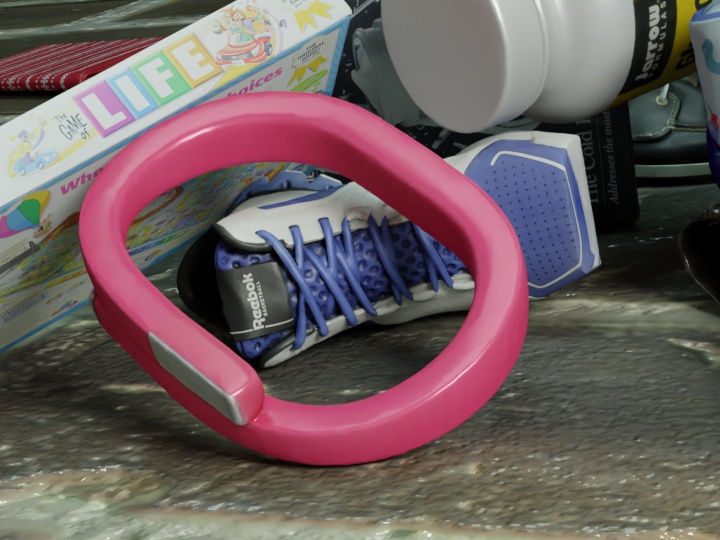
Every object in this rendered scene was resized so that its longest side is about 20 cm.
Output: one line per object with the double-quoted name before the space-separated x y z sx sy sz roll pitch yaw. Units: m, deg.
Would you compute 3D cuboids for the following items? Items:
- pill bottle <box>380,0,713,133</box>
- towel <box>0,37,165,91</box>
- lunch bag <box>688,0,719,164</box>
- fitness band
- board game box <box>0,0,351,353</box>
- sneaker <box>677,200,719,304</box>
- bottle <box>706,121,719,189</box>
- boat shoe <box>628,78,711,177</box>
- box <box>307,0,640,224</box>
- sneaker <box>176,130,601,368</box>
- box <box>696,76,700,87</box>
"pill bottle" 0.111 -0.133 0.884 0.199 0.113 0.112 -25 22 -31
"towel" -0.264 -0.179 1.750 0.199 0.023 0.144 2 19 39
"lunch bag" 0.235 -0.093 0.775 0.199 0.083 0.161 -12 6 22
"fitness band" -0.024 -0.002 0.774 0.143 0.038 0.200 -33 49 -22
"board game box" -0.100 -0.047 0.890 0.199 0.034 0.135 -31 -19 -24
"sneaker" 0.225 -0.009 0.790 0.106 0.075 0.200 -21 10 -28
"bottle" 0.247 -0.052 0.928 0.083 0.066 0.200 -14 16 -22
"boat shoe" 0.159 -0.088 1.111 0.199 0.068 0.072 3 16 22
"box" 0.044 -0.121 1.026 0.181 0.202 0.104 -7 13 6
"sneaker" -0.001 0.000 0.856 0.198 0.081 0.115 -7 17 31
"box" 0.291 -0.122 1.119 0.158 0.046 0.200 19 23 17
